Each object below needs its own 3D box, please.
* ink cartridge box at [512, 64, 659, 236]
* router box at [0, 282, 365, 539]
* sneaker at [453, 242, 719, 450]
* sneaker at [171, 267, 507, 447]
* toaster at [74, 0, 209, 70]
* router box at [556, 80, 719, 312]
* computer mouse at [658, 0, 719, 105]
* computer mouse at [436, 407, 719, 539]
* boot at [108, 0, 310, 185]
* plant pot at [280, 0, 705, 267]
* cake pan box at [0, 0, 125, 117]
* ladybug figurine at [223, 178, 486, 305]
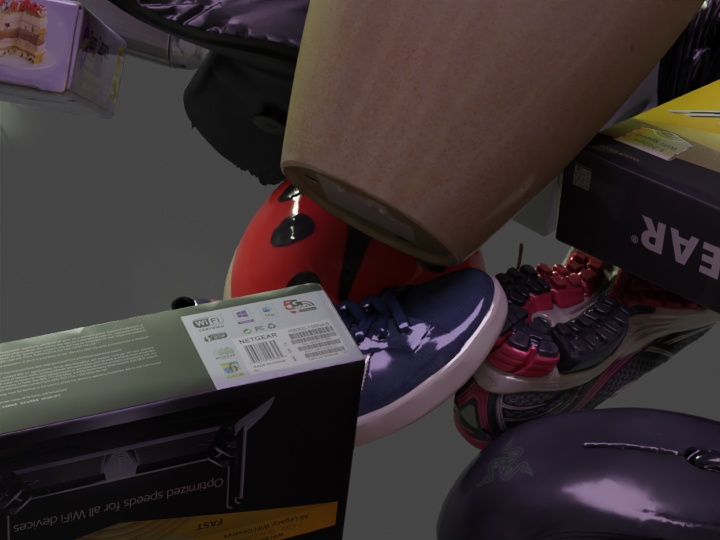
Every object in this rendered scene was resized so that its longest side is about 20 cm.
[{"bbox_3d":[0.077,-0.145,1.074,0.200,0.145,0.145,30,43,25],"label":"ink cartridge box"},{"bbox_3d":[-0.103,0.097,0.735,0.199,0.158,0.052,-10,41,-21],"label":"router box"},{"bbox_3d":[0.114,0.029,0.927,0.200,0.075,0.081,-17,48,-45],"label":"sneaker"},{"bbox_3d":[-0.033,0.037,0.817,0.199,0.085,0.075,-28,24,-3],"label":"sneaker"},{"bbox_3d":[-0.125,-0.198,1.132,0.129,0.114,0.200,20,32,12],"label":"toaster"},{"bbox_3d":[0.219,-0.025,0.882,0.200,0.052,0.157,26,35,35],"label":"router box"},{"bbox_3d":[0.226,-0.113,1.076,0.199,0.139,0.053,-16,36,-41],"label":"computer mouse"},{"bbox_3d":[0.130,0.091,0.828,0.199,0.053,0.139,-9,37,2],"label":"computer mouse"},{"bbox_3d":[-0.071,-0.116,0.976,0.199,0.168,0.077,19,67,-14],"label":"boot"},{"bbox_3d":[0.051,-0.110,0.845,0.187,0.187,0.201,25,81,22],"label":"plant pot"},{"bbox_3d":[-0.234,-0.124,0.985,0.199,0.053,0.184,10,-1,1],"label":"cake pan box"},{"bbox_3d":[0.000,0.000,0.939,0.135,0.072,0.200,8,39,1],"label":"ladybug figurine"}]
